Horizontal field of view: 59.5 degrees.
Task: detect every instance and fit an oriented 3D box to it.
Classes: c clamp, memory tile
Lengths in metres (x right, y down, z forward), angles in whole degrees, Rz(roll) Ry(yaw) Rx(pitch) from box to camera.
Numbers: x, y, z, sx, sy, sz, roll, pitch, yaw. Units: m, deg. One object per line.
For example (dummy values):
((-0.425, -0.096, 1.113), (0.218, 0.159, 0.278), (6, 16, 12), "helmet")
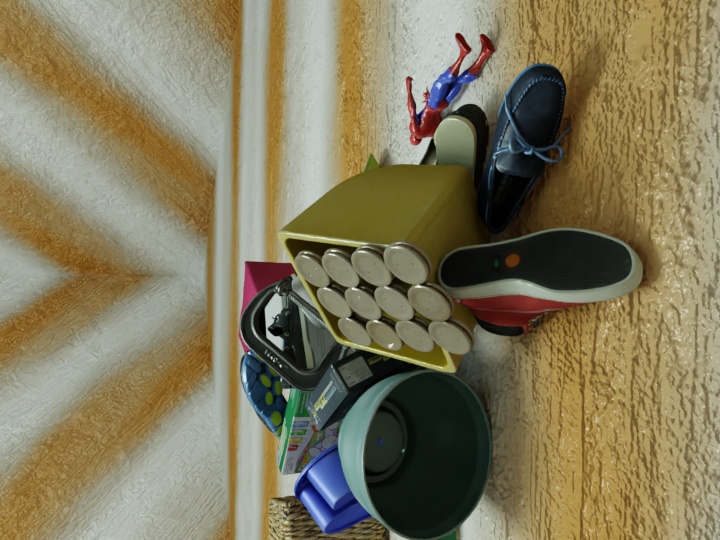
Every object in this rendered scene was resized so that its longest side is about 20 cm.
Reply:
((-0.079, 0.084, 0.930), (0.172, 0.199, 0.027), (-60, -13, 8), "c clamp")
((0.023, 0.032, 0.689), (0.199, 0.017, 0.154), (-3, 129, 47), "memory tile")

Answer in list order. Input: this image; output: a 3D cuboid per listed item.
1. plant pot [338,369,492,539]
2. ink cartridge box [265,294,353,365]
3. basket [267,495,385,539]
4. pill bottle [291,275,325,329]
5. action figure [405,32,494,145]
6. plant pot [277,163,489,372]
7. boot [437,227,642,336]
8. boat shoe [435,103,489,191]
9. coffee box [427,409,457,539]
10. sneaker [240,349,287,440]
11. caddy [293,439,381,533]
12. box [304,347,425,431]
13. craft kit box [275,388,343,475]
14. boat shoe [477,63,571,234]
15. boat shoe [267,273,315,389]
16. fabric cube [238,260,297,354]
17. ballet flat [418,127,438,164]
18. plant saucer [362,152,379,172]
((0.051, 0.228, 0.817), (0.134, 0.199, 0.203), (-10, 80, 57), "plant pot")
((-0.059, 0.117, 1.137), (0.145, 0.198, 0.149), (137, 130, -64), "ink cartridge box")
((-0.064, 0.481, 1.138), (0.143, 0.198, 0.151), (145, 123, -63), "basket")
((0.000, 0.000, 0.972), (0.199, 0.113, 0.114), (-34, 45, 12), "pill bottle")
((0.107, -0.268, 0.903), (0.200, 0.065, 0.100), (-59, 45, 51), "action figure")
((0.057, -0.029, 0.782), (0.193, 0.200, 0.196), (9, 139, 39), "plant pot")
((0.199, 0.025, 0.663), (0.198, 0.144, 0.073), (-4, 59, 34), "boot")
((0.131, -0.124, 0.850), (0.073, 0.063, 0.203), (23, 134, 22), "boat shoe")
((0.097, 0.288, 0.940), (0.123, 0.044, 0.202), (170, 101, -67), "coffee box")
((-0.164, 0.209, 1.063), (0.082, 0.071, 0.201), (25, 145, 39), "sneaker")
((-0.013, 0.336, 1.035), (0.105, 0.199, 0.142), (49, 134, 36), "caddy")
((0.028, 0.144, 0.906), (0.051, 0.199, 0.158), (57, 148, 18), "box")
((-0.032, 0.255, 1.068), (0.049, 0.196, 0.202), (-123, 38, -49), "craft kit box")
((0.183, -0.123, 0.695), (0.201, 0.083, 0.069), (93, -178, -45), "boat shoe")
((-0.114, 0.097, 0.999), (0.075, 0.065, 0.201), (86, 172, -64), "boat shoe")
((-0.154, 0.104, 1.390), (0.199, 0.194, 0.202), (-129, 43, -61), "fabric cube")
((0.100, -0.146, 0.939), (0.201, 0.046, 0.068), (118, 147, -50), "ballet flat")
((-0.011, -0.076, 1.145), (0.200, 0.047, 0.201), (117, 173, -47), "plant saucer")
